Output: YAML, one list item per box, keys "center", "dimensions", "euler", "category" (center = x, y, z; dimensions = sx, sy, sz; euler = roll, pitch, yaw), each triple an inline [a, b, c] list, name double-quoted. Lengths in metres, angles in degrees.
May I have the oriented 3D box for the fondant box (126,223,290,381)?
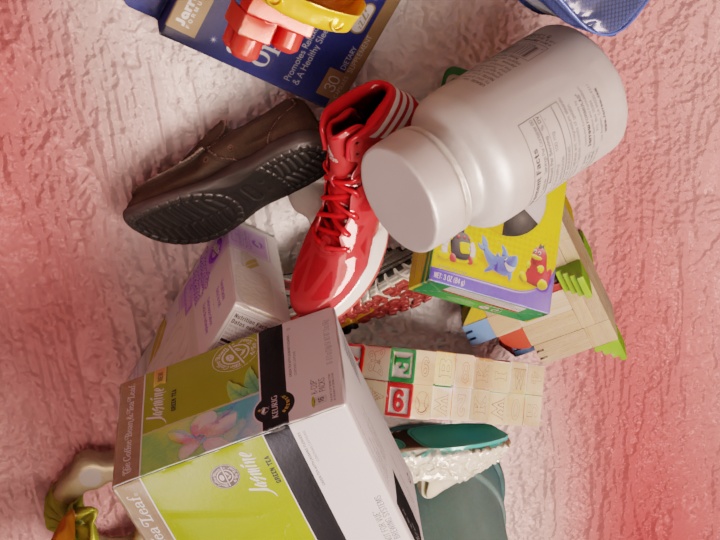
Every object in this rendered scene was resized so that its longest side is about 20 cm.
- center: [-0.136, 0.074, 1.341]
  dimensions: [0.058, 0.145, 0.201]
  euler: [24, 115, -22]
  category: "fondant box"

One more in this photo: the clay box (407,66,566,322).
- center: [0.112, -0.070, 1.286]
  dimensions: [0.114, 0.048, 0.202]
  euler: [15, 74, -20]
  category: "clay box"

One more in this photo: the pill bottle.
- center: [0.102, -0.099, 1.197]
  dimensions: [0.199, 0.114, 0.115]
  euler: [-32, 129, -27]
  category: "pill bottle"

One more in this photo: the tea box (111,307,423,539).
- center: [-0.071, 0.170, 1.242]
  dimensions: [0.195, 0.134, 0.201]
  euler: [-20, 123, 6]
  category: "tea box"

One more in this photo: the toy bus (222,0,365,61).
- center: [-0.036, -0.234, 1.107]
  dimensions: [0.135, 0.200, 0.194]
  euler: [20, 101, -23]
  category: "toy bus"

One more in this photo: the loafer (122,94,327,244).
- center: [-0.111, -0.083, 1.297]
  dimensions: [0.198, 0.072, 0.073]
  euler: [-21, 145, 19]
  category: "loafer"

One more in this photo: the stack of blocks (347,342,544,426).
- center: [0.064, 0.103, 1.392]
  dimensions: [0.199, 0.114, 0.059]
  euler: [11, 84, -49]
  category: "stack of blocks"

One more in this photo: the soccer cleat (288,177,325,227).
- center: [0.035, -0.087, 1.322]
  dimensions: [0.198, 0.069, 0.079]
  euler: [-9, 106, -9]
  category: "soccer cleat"

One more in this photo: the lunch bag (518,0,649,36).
- center: [0.154, -0.279, 1.186]
  dimensions: [0.200, 0.132, 0.136]
  euler: [41, 91, -30]
  category: "lunch bag"

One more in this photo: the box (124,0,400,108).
- center: [-0.077, -0.218, 1.235]
  dimensions: [0.198, 0.033, 0.122]
  euler: [22, 115, -22]
  category: "box"

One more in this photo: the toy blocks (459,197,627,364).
- center: [0.143, 0.016, 1.405]
  dimensions: [0.135, 0.100, 0.201]
  euler: [-21, 124, 16]
  category: "toy blocks"

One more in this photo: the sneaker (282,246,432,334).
- center: [0.000, 0.000, 1.351]
  dimensions: [0.198, 0.083, 0.078]
  euler: [-21, 162, 9]
  category: "sneaker"

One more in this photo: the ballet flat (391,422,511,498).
- center: [0.041, 0.180, 1.429]
  dimensions: [0.198, 0.072, 0.072]
  euler: [-1, 123, -19]
  category: "ballet flat"

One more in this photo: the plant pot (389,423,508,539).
- center: [0.066, 0.288, 1.490]
  dimensions: [0.198, 0.197, 0.202]
  euler: [-5, 124, -7]
  category: "plant pot"

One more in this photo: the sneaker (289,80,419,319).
- center: [-0.020, -0.062, 1.226]
  dimensions: [0.115, 0.078, 0.202]
  euler: [33, 81, -56]
  category: "sneaker"

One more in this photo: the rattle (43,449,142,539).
- center: [-0.198, 0.260, 1.456]
  dimensions: [0.199, 0.143, 0.131]
  euler: [32, 93, -21]
  category: "rattle"
